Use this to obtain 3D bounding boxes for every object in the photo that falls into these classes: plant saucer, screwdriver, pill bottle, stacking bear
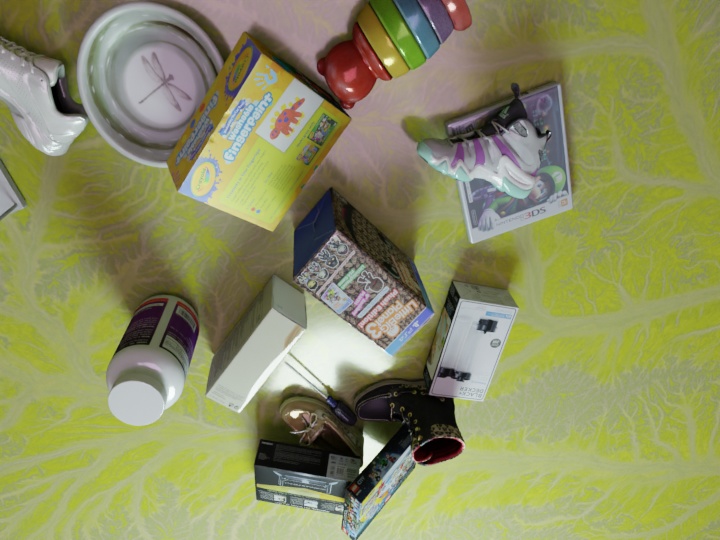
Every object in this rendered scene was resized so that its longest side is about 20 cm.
[{"bbox_3d":[-0.268,-0.244,0.702,0.192,0.051,0.207,-3,117,-5],"label":"plant saucer"},{"bbox_3d":[-0.070,0.226,0.975,0.028,0.028,0.201,-16,126,35],"label":"screwdriver"},{"bbox_3d":[-0.315,0.133,0.803,0.108,0.202,0.116,-2,118,-5],"label":"pill bottle"},{"bbox_3d":[0.035,-0.300,0.682,0.197,0.115,0.122,-36,116,17],"label":"stacking bear"}]

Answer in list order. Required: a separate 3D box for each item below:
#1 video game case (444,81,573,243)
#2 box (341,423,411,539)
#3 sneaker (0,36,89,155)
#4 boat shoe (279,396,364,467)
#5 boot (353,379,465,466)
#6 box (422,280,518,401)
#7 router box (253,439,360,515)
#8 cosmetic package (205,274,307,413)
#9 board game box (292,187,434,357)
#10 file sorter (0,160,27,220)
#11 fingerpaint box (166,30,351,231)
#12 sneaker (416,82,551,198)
[{"bbox_3d":[0.235,-0.161,0.820,0.176,0.024,0.205,-18,117,2],"label":"video game case"},{"bbox_3d":[0.043,0.386,0.982,0.037,0.198,0.140,30,134,27],"label":"box"},{"bbox_3d":[-0.424,-0.252,0.662,0.097,0.079,0.201,-26,127,17],"label":"sneaker"},{"bbox_3d":[-0.068,0.307,0.999,0.197,0.063,0.074,33,110,-21],"label":"boat shoe"},{"bbox_3d":[0.088,0.273,0.950,0.192,0.152,0.076,-4,119,-5],"label":"boot"},{"bbox_3d":[0.193,0.130,0.942,0.112,0.061,0.206,9,116,-11],"label":"box"},{"bbox_3d":[-0.103,0.398,1.005,0.192,0.053,0.160,10,135,-1],"label":"router box"},{"bbox_3d":[-0.171,0.122,0.871,0.070,0.106,0.201,32,111,-23],"label":"cosmetic package"},{"bbox_3d":[0.000,0.000,0.797,0.198,0.161,0.097,39,108,-24],"label":"board game box"},{"bbox_3d":[-0.574,-0.134,0.680,0.134,0.126,0.206,-17,118,2],"label":"file sorter"},{"bbox_3d":[-0.135,-0.175,0.706,0.164,0.074,0.202,19,116,-47],"label":"fingerpaint box"},{"bbox_3d":[0.182,-0.196,0.746,0.193,0.078,0.144,10,115,-23],"label":"sneaker"}]
